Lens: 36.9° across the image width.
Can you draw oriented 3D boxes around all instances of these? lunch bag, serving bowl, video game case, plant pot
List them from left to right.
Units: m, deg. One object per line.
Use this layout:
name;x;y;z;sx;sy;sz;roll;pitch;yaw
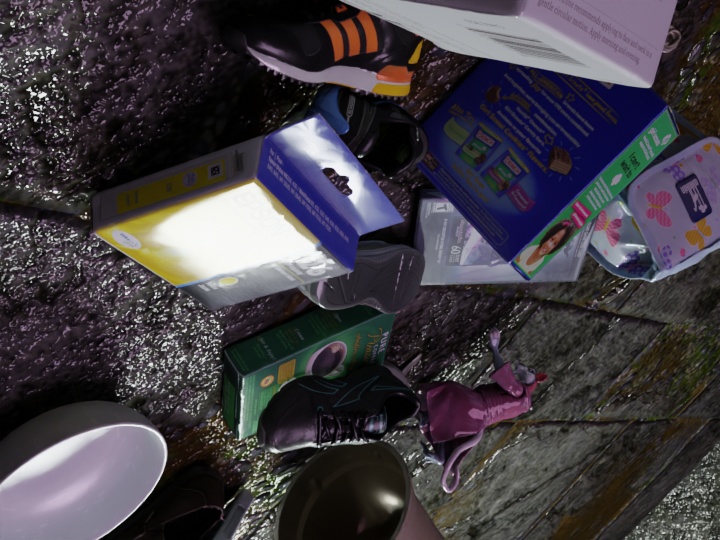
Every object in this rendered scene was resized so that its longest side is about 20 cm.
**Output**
serving bowl;-0.284;0.191;1.020;0.198;0.066;0.201;-28;148;-19
video game case;-0.213;0.364;1.281;0.200;0.022;0.182;-47;-178;11
plant pot;0.021;0.348;1.385;0.200;0.201;0.184;-40;128;1
video game case;0.154;-0.036;1.175;0.197;0.019;0.144;-1;141;-5
lunch bag;0.322;-0.091;1.207;0.168;0.201;0.128;-23;147;-25

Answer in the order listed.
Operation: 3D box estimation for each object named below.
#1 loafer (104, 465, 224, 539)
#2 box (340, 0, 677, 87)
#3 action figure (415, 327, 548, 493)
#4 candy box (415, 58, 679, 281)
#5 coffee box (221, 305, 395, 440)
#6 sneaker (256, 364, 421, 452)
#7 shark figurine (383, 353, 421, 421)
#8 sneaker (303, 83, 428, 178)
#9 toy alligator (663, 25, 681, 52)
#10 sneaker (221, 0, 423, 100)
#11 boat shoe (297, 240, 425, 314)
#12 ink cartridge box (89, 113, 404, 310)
loafer;-0.229;0.308;1.215;0.200;0.071;0.073;-48;122;2
box;0.095;-0.225;0.742;0.198;0.198;0.133;8;100;-51
action figure;0.170;0.182;1.459;0.197;0.150;0.135;-18;140;-9
candy box;0.168;-0.124;1.018;0.200;0.169;0.077;-45;154;9
coffee box;-0.057;0.099;1.180;0.198;0.044;0.124;-24;146;-26
sneaker;-0.021;0.150;1.151;0.198;0.079;0.077;-17;119;-38
shark figurine;0.035;0.154;1.318;0.128;0.090;0.215;-41;152;-1
sneaker;0.016;-0.108;0.933;0.071;0.082;0.199;-57;162;11
toy alligator;0.249;-0.199;1.134;0.199;0.060;0.054;-33;-169;-16
sneaker;-0.023;-0.191;0.829;0.199;0.070;0.091;0;116;-49
boat shoe;-0.001;0.002;1.110;0.201;0.064;0.075;-4;116;-54
ink cartridge box;-0.084;-0.037;0.889;0.197;0.048;0.198;-14;154;18
